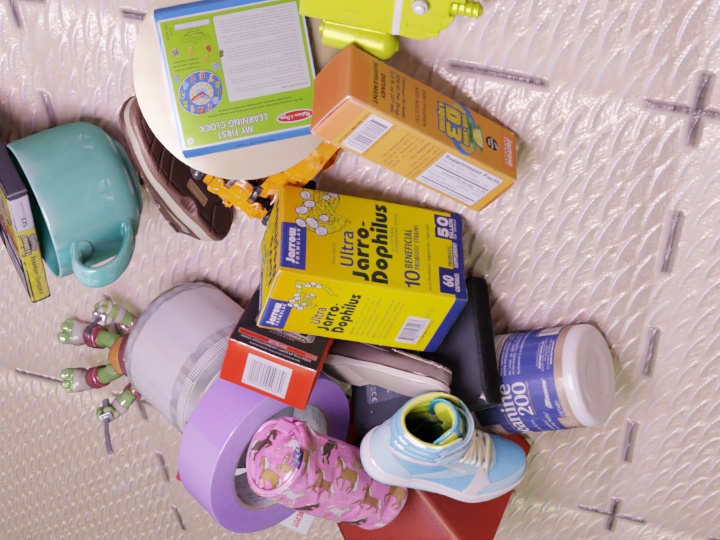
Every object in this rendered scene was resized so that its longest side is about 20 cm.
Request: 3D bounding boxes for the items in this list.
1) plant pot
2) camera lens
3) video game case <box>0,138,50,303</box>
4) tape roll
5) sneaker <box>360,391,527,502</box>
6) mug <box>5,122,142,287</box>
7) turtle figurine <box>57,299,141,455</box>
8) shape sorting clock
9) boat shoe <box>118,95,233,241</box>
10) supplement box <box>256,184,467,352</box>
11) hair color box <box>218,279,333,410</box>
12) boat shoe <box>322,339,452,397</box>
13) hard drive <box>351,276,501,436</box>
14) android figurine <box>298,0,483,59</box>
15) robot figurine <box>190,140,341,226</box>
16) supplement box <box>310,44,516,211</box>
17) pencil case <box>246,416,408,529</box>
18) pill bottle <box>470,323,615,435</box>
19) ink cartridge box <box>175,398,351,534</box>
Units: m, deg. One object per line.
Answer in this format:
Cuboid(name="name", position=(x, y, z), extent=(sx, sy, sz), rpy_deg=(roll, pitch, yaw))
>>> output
Cuboid(name="plant pot", position=(0.062, 0.244, 1.442), extent=(0.198, 0.201, 0.177), rpy_deg=(-22, 115, 42))
Cuboid(name="camera lens", position=(-0.175, 0.121, 1.386), extent=(0.199, 0.159, 0.161), rpy_deg=(34, 153, 37))
Cuboid(name="video game case", position=(-0.407, -0.092, 1.305), extent=(0.201, 0.025, 0.182), rpy_deg=(55, 156, 31))
Cuboid(name="tape roll", position=(-0.106, 0.192, 1.296), extent=(0.065, 0.199, 0.202), rpy_deg=(35, 153, 37))
Cuboid(name="sneaker", position=(0.111, 0.187, 1.229), extent=(0.197, 0.081, 0.131), rpy_deg=(7, 147, -21))
Cuboid(name="mug", position=(-0.301, -0.069, 1.266), extent=(0.187, 0.113, 0.152), rpy_deg=(66, 158, 1))
Cuboid(name="turtle figurine", position=(-0.343, 0.117, 1.509), extent=(0.192, 0.200, 0.145), rpy_deg=(-4, 122, 43))
Cuboid(name="shape sorting clock", position=(-0.110, -0.184, 1.066), extent=(0.196, 0.039, 0.204), rpy_deg=(-1, 103, -5))
Cuboid(name="boat shoe", position=(-0.216, -0.105, 1.258), extent=(0.074, 0.075, 0.204), rpy_deg=(4, 139, 31))
Cuboid(name="supplement box", position=(0.000, 0.000, 1.197), extent=(0.197, 0.110, 0.110), rpy_deg=(9, 145, -14))
Cuboid(name="hair color box", position=(-0.073, 0.053, 1.261), extent=(0.100, 0.201, 0.062), rpy_deg=(20, 126, 1))
Cuboid(name="boat shoe", position=(0.028, 0.098, 1.277), extent=(0.198, 0.060, 0.072), rpy_deg=(6, 153, 48))
Cuboid(name="hard drive", position=(0.067, 0.101, 1.309), extent=(0.033, 0.142, 0.198), rpy_deg=(11, 157, -44))
Cuboid(name="android figurine", position=(0.012, -0.260, 0.977), extent=(0.197, 0.041, 0.183), rpy_deg=(15, 139, 4))
Cuboid(name="robot figurine", position=(-0.091, -0.124, 1.183), extent=(0.144, 0.059, 0.200), rpy_deg=(34, 140, -14))
Cuboid(name="supplement box", position=(0.052, -0.127, 1.062), extent=(0.198, 0.067, 0.069), rpy_deg=(23, 141, -30))
Cuboid(name="pencil case", position=(-0.033, 0.224, 1.261), extent=(0.086, 0.084, 0.199), rpy_deg=(-29, 142, 27))
Cuboid(name="pill bottle", position=(0.177, 0.127, 1.301), extent=(0.198, 0.112, 0.111), rpy_deg=(-11, 131, 35))
Cuboid(name="ink cartridge box", position=(-0.123, 0.229, 1.542), extent=(0.198, 0.146, 0.146), rpy_deg=(24, 142, -1))
